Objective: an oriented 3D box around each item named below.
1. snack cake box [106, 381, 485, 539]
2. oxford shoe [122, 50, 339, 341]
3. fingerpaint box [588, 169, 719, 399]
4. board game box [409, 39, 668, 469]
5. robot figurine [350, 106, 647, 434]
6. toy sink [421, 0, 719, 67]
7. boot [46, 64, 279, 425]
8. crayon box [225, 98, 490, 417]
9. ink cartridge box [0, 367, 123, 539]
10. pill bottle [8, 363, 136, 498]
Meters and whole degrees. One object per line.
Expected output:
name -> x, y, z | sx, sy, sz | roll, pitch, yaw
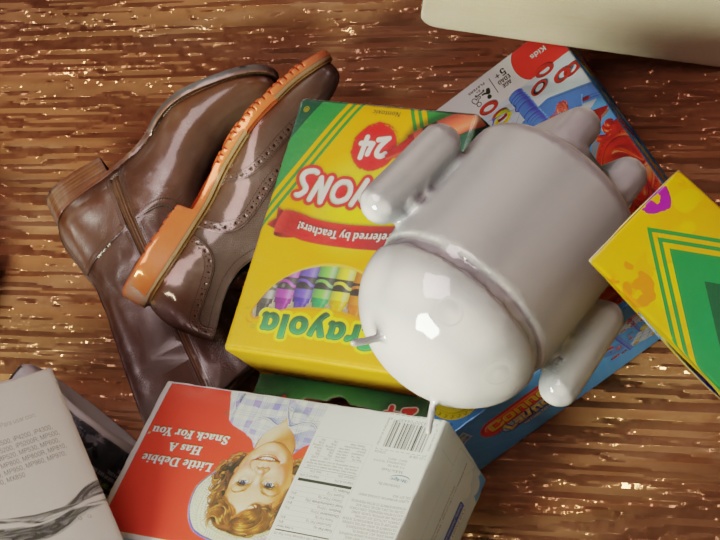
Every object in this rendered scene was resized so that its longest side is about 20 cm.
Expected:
snack cake box -> -0.043, 0.138, 1.559 | 0.200, 0.067, 0.115 | 7, 58, 32
oxford shoe -> -0.064, -0.047, 1.683 | 0.073, 0.071, 0.200 | 35, 83, 1
fingerpaint box -> 0.231, 0.056, 1.433 | 0.073, 0.200, 0.167 | -46, 55, 4
board game box -> 0.093, -0.015, 1.628 | 0.200, 0.056, 0.196 | -37, 55, 9
robot figurine -> 0.077, -0.003, 1.510 | 0.200, 0.170, 0.113 | -48, 8, -24
toy sink -> 0.144, -0.208, 1.593 | 0.200, 0.130, 0.112 | 7, 69, -1
boot -> -0.093, -0.012, 1.729 | 0.186, 0.064, 0.200 | -36, 58, 11
crayon box -> 0.000, 0.000, 1.607 | 0.127, 0.051, 0.200 | 7, 72, 30
ink cartridge box -> -0.203, 0.175, 1.556 | 0.147, 0.083, 0.200 | -33, 78, 52
pill bottle -> -0.232, 0.166, 1.692 | 0.106, 0.106, 0.200 | 37, 88, 35
